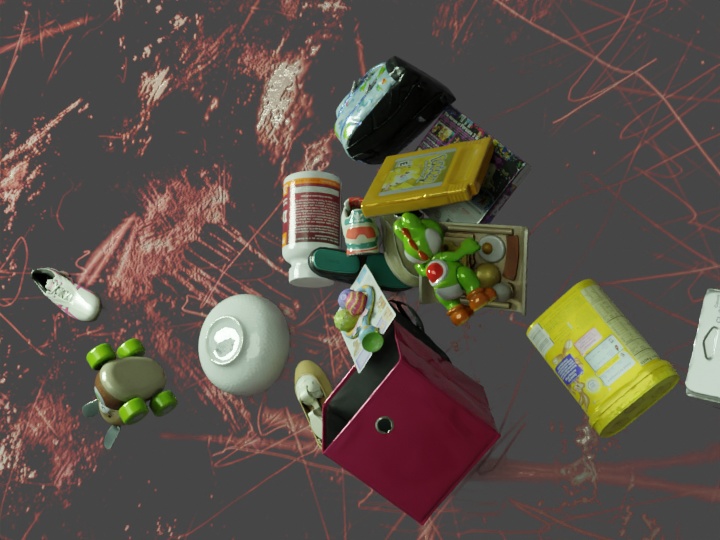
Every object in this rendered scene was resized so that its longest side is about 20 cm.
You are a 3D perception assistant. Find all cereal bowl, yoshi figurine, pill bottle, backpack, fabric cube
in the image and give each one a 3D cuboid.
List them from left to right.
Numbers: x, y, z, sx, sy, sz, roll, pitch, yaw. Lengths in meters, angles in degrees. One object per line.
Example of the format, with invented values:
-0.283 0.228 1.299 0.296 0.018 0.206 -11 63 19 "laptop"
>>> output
-0.238 0.140 1.827 0.199 0.083 0.202 -8 75 29 "cereal bowl"
-0.090 -0.075 1.767 0.112 0.113 0.202 -8 74 30 "pill bottle"
0.045 -0.285 1.720 0.154 0.163 0.201 47 111 39 "backpack"
0.073 0.235 1.497 0.199 0.200 0.197 38 101 -10 "fabric cube"
0.137 -0.015 1.557 0.112 0.112 0.200 -36 85 -12 "yoshi figurine"

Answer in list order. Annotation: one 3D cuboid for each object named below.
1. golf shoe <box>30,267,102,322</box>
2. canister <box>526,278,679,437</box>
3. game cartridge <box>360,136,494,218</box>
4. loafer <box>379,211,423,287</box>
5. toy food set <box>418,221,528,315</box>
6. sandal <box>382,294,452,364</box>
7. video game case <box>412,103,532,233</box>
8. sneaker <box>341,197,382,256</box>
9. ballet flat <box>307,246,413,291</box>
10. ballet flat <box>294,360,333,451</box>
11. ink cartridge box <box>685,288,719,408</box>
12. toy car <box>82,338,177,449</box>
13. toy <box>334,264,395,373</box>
-0.655 0.056 2.099 0.199 0.092 0.073 27 92 32 "golf shoe"
0.367 0.131 1.455 0.148 0.086 0.200 -44 59 16 "canister"
0.115 -0.159 1.595 0.199 0.033 0.177 -10 31 26 "game cartridge"
0.079 -0.070 1.662 0.068 0.075 0.201 -30 75 54 "loafer"
0.189 -0.005 1.585 0.199 0.060 0.145 6 100 32 "toy food set"
0.092 0.103 1.647 0.043 0.076 0.200 -39 68 -17 "sandal"
0.174 -0.167 1.671 0.200 0.036 0.182 43 104 31 "video game case"
0.002 -0.088 1.673 0.070 0.200 0.094 -4 104 2 "sneaker"
0.000 0.000 1.696 0.198 0.073 0.074 11 82 -12 "ballet flat"
-0.077 0.244 1.714 0.069 0.063 0.201 -39 61 18 "ballet flat"
0.520 0.118 1.294 0.082 0.200 0.147 11 85 33 "ink cartridge box"
-0.500 0.268 1.930 0.200 0.157 0.165 -47 69 27 "toy car"
-0.010 0.070 1.567 0.116 0.047 0.200 -59 27 14 "toy"
